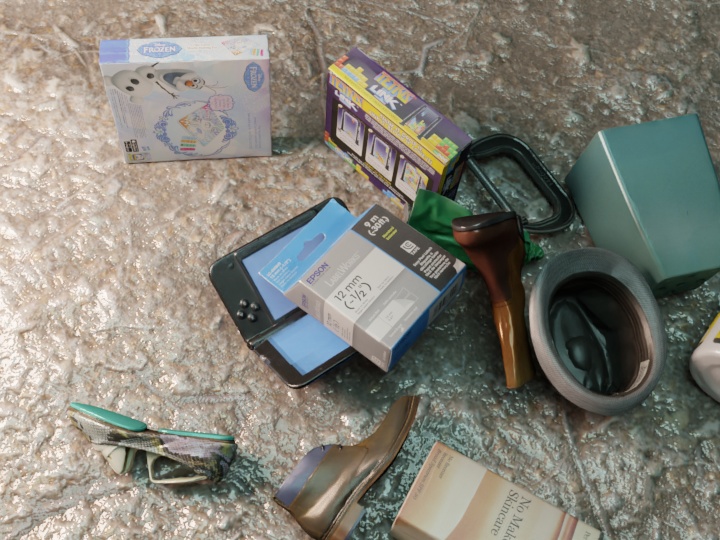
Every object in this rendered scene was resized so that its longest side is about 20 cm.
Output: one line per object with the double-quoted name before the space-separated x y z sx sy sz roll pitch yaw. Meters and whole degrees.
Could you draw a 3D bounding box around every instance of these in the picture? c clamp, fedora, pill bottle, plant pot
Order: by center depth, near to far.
"fedora" 0.274 0.081 1.090 0.177 0.090 0.200 -12 74 -19
"pill bottle" 0.502 0.069 1.112 0.111 0.111 0.200 36 66 13
"plant pot" 0.380 -0.072 1.166 0.141 0.141 0.200 -11 71 -10
"c clamp" 0.192 -0.118 1.220 0.171 0.027 0.200 -26 68 -35

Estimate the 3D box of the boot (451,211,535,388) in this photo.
"boot" 0.156 0.036 1.034 0.068 0.188 0.200 -6 87 15

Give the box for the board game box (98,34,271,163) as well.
"board game box" -0.214 -0.214 1.144 0.199 0.200 0.043 -3 62 -7

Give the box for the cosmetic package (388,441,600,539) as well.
"cosmetic package" 0.143 0.286 0.981 0.200 0.087 0.103 27 63 8

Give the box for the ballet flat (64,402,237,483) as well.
"ballet flat" -0.241 0.200 1.007 0.200 0.072 0.072 12 62 2

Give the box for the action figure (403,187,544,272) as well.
"action figure" 0.145 -0.037 1.152 0.200 0.118 0.055 12 32 -16

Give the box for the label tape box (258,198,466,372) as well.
"label tape box" 0.000 0.000 1.045 0.200 0.066 0.143 37 64 16

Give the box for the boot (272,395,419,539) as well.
"boot" -0.013 0.208 1.016 0.097 0.075 0.200 30 66 7

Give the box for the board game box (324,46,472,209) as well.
"board game box" 0.042 -0.168 1.164 0.200 0.165 0.057 42 67 15

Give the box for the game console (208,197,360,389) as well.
"game console" -0.052 0.020 1.078 0.200 0.118 0.171 -31 96 -20
